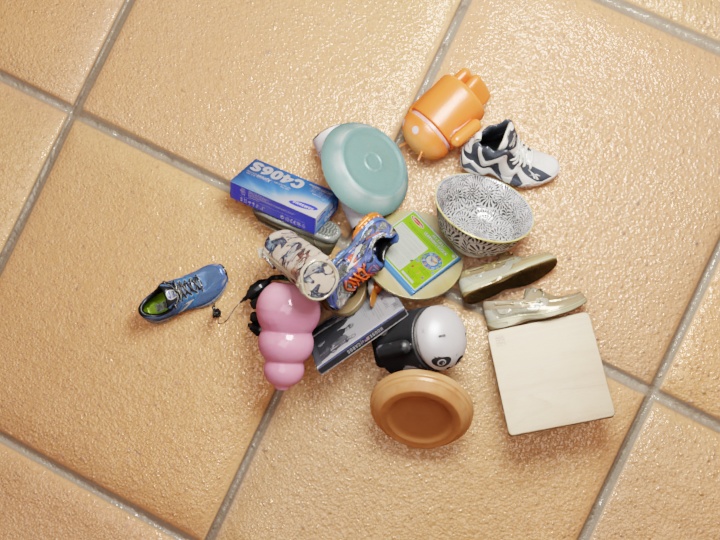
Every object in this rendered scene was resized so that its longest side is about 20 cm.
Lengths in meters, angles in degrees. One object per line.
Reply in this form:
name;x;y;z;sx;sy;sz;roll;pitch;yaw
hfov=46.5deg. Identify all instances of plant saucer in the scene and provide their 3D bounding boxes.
plant saucer;0.018;-0.205;1.630;0.198;0.036;0.203;12;65;-28
plant saucer;0.113;0.270;1.578;0.197;0.038;0.202;6;129;8

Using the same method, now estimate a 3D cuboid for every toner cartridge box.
toner cartridge box;-0.151;-0.149;1.654;0.198;0.044;0.095;23;46;17

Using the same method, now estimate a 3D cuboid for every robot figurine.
robot figurine;0.163;-0.300;1.640;0.144;0.117;0.200;45;91;6
robot figurine;0.109;0.137;1.582;0.125;0.199;0.151;49;51;-22

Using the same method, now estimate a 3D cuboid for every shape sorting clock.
shape sorting clock;0.103;-0.031;1.631;0.197;0.039;0.202;2;62;-3

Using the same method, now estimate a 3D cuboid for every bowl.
bowl;0.226;-0.089;1.614;0.198;0.095;0.202;9;43;-9

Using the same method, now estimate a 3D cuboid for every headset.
headset;-0.198;0.077;1.680;0.197;0.094;0.125;-7;87;-11

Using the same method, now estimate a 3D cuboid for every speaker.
speaker;-0.021;-0.184;1.668;0.080;0.081;0.202;-25;83;3

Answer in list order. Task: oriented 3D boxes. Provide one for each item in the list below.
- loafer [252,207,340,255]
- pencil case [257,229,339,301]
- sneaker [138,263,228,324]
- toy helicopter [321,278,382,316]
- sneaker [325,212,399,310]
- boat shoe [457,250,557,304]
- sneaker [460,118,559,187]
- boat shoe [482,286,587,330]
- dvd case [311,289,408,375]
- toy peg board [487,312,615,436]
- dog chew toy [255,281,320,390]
loafer;-0.132;-0.082;1.671;0.198;0.075;0.070;26;133;21
pencil case;-0.114;-0.011;1.544;0.089;0.200;0.079;-28;120;-17
sneaker;-0.355;0.049;1.676;0.198;0.089;0.079;-30;84;2
toy helicopter;0.000;0.000;1.648;0.131;0.079;0.202;19;71;28
sneaker;0.001;-0.013;1.560;0.078;0.075;0.201;26;83;35
boat shoe;0.283;-0.002;1.629;0.198;0.074;0.067;-19;59;-3
sneaker;0.297;-0.228;1.604;0.197;0.130;0.080;16;71;0
boat shoe;0.336;0.064;1.620;0.197;0.072;0.066;-14;85;10
dvd case;-0.011;0.105;1.615;0.199;0.151;0.025;-34;114;2
toy peg board;0.359;0.207;1.607;0.197;0.098;0.202;-11;69;4
dog chew toy;-0.141;0.125;1.589;0.123;0.125;0.203;5;92;6
